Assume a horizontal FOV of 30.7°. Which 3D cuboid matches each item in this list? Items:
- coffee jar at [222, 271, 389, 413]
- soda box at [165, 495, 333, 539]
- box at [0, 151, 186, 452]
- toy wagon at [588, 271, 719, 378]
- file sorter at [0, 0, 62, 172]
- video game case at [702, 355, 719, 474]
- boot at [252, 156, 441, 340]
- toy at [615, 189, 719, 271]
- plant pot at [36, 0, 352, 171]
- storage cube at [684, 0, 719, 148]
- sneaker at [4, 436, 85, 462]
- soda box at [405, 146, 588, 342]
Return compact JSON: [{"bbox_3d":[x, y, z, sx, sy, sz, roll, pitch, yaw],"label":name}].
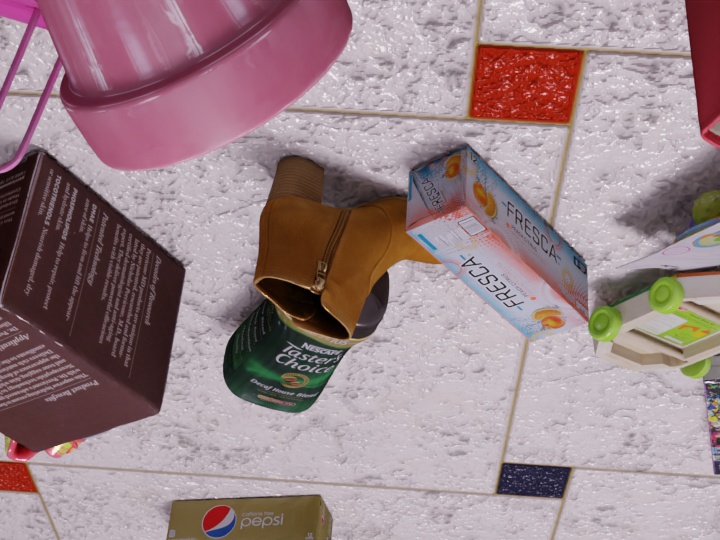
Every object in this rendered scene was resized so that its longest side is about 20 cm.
[{"bbox_3d":[-0.052,0.054,1.238,0.104,0.086,0.200,17,142,-17],"label":"coffee jar"},{"bbox_3d":[-0.138,0.329,1.647,0.199,0.064,0.068,-5,143,13],"label":"soda box"},{"bbox_3d":[-0.289,0.034,1.171,0.165,0.165,0.200,-19,138,28],"label":"box"},{"bbox_3d":[0.313,0.044,1.205,0.155,0.040,0.200,21,142,-38],"label":"toy wagon"},{"bbox_3d":[-0.300,-0.158,0.849,0.138,0.126,0.200,19,174,19],"label":"file sorter"},{"bbox_3d":[0.449,0.147,1.348,0.180,0.036,0.200,-6,143,15],"label":"video game case"},{"bbox_3d":[0.000,0.000,1.106,0.201,0.145,0.071,23,141,-24],"label":"boot"},{"bbox_3d":[0.314,-0.046,1.076,0.115,0.047,0.200,2,165,-32],"label":"toy"},{"bbox_3d":[-0.129,-0.192,0.834,0.199,0.200,0.179,-14,124,25],"label":"plant pot"},{"bbox_3d":[0.323,-0.167,0.808,0.170,0.180,0.200,20,141,-21],"label":"storage cube"},{"bbox_3d":[-0.306,0.158,1.409,0.199,0.091,0.078,-21,135,29],"label":"sneaker"},{"bbox_3d":[0.121,-0.019,1.131,0.063,0.069,0.200,-21,136,32],"label":"soda box"}]
